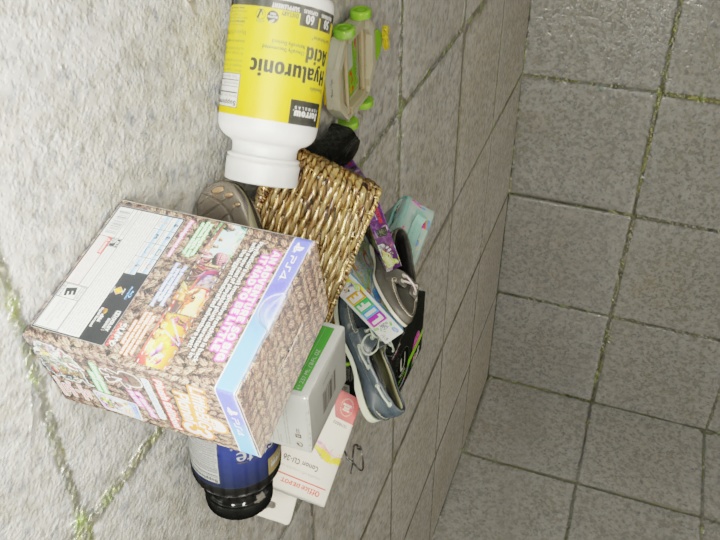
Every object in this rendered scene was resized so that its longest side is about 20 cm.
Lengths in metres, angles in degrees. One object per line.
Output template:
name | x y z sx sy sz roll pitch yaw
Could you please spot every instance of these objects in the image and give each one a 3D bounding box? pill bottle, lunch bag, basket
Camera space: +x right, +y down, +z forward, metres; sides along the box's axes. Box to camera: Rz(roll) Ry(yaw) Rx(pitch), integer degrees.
pill bottle | -0.095 -0.195 0.863 0.111 0.110 0.203 -22 123 -70
pill bottle | -0.149 0.193 0.946 0.112 0.110 0.202 -54 151 -53
lunch bag | 0.053 -0.031 1.414 0.160 0.076 0.202 -47 -162 56
basket | -0.084 -0.051 1.015 0.143 0.147 0.202 -133 -116 -71

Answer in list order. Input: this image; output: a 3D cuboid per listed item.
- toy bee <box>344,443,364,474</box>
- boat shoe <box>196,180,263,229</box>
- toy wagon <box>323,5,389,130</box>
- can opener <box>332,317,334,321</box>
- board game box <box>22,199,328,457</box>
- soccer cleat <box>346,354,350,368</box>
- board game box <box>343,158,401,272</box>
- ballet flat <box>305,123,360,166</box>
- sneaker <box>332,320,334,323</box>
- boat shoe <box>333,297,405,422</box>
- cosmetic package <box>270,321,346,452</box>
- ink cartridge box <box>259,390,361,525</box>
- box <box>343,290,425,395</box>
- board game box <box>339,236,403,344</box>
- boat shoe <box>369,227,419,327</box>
toy bee | -0.082 0.233 1.243 0.131 0.107 0.203 -4 79 -72
boat shoe | -0.122 -0.003 0.896 0.073 0.073 0.203 -40 121 -73
toy wagon | -0.005 -0.313 1.203 0.201 0.039 0.157 -61 157 -47
can opener | -0.048 0.023 1.275 0.067 0.053 0.201 102 10 -51
board game box | -0.150 0.044 0.691 0.097 0.197 0.160 82 27 -49
soccer cleat | -0.057 0.099 1.162 0.199 0.067 0.082 11 87 -60
board game box | 0.007 -0.092 1.172 0.121 0.032 0.200 64 -1 -29
ballet flat | -0.065 -0.154 1.118 0.200 0.056 0.067 -43 156 -53
sneaker | -0.033 0.058 1.310 0.077 0.072 0.203 24 67 -47
boat shoe | 0.013 0.118 1.161 0.075 0.061 0.203 2 71 -59
cosmetic package | -0.123 0.098 0.814 0.108 0.197 0.086 -63 159 -47
ink cartridge box | -0.087 0.254 1.125 0.116 0.067 0.202 32 71 -37
box | 0.033 0.137 1.485 0.201 0.123 0.150 -56 154 -49
board game box | 0.000 0.000 1.177 0.135 0.034 0.201 47 17 -26
boat shoe | 0.055 0.001 1.163 0.067 0.057 0.201 43 18 -29
